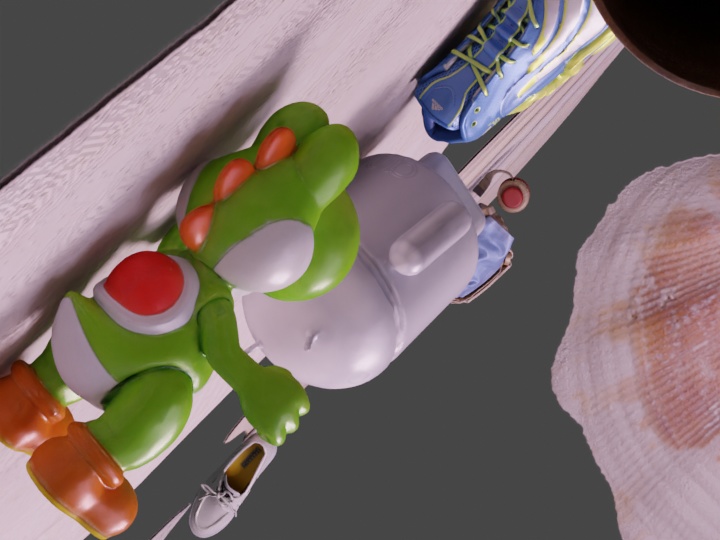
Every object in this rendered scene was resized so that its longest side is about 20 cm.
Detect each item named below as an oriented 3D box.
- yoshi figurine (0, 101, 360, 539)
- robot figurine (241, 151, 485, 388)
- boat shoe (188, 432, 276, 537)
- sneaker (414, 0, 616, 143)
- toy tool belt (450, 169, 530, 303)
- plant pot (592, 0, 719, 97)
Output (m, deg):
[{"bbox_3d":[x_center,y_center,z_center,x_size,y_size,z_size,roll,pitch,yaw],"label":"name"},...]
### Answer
[{"bbox_3d":[-0.066,0.019,0.626,0.200,0.112,0.112,-48,-169,-3],"label":"yoshi figurine"},{"bbox_3d":[0.000,0.000,0.920,0.169,0.113,0.200,-30,-170,49],"label":"robot figurine"},{"bbox_3d":[-0.208,0.345,2.226,0.202,0.075,0.086,-49,175,7],"label":"boat shoe"},{"bbox_3d":[0.096,-0.133,0.885,0.105,0.076,0.200,-43,175,-26],"label":"sneaker"},{"bbox_3d":[0.166,-0.041,1.995,0.200,0.125,0.123,-48,-177,17],"label":"toy tool belt"},{"bbox_3d":[0.208,-0.210,0.769,0.187,0.187,0.200,-48,-170,21],"label":"plant pot"}]
